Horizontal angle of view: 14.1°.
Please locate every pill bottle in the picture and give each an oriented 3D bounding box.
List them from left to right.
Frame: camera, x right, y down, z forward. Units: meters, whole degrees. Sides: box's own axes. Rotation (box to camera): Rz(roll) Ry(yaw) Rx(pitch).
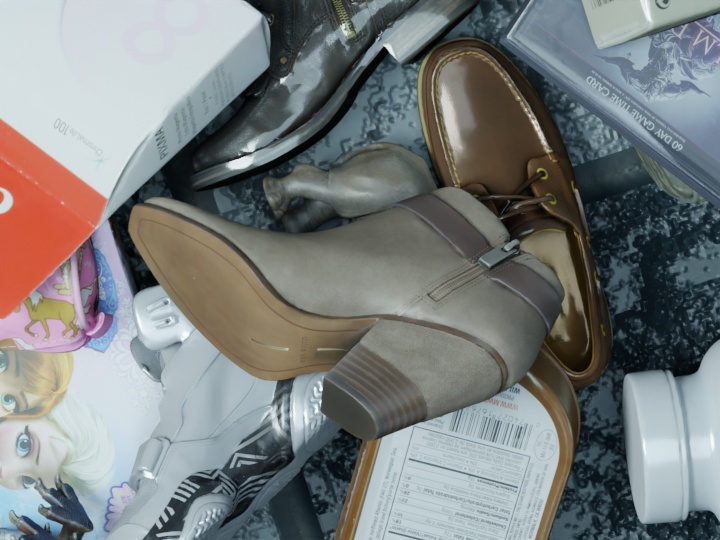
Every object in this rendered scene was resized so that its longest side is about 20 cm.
[{"bbox_3d":[0.244,0.085,1.551,0.199,0.112,0.113,-6,95,-2],"label":"pill bottle"}]

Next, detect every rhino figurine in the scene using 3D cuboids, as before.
[{"bbox_3d":[0.026,0.025,1.567,0.087,0.060,0.201,-24,97,3],"label":"rhino figurine"}]

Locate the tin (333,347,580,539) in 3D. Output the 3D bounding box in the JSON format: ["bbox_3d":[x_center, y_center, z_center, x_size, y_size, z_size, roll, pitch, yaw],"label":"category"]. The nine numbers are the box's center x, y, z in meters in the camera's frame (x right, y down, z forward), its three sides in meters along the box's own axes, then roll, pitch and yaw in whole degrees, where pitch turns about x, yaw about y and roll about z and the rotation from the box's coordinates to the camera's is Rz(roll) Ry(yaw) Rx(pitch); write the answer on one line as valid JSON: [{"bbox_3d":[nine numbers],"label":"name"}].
[{"bbox_3d":[0.048,0.125,1.555,0.111,0.042,0.201,16,115,3],"label":"tin"}]

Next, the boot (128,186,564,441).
[{"bbox_3d":[0.000,0.000,1.488,0.200,0.070,0.146,41,54,15],"label":"boot"}]

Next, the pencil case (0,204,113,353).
[{"bbox_3d":[-0.231,0.011,1.506,0.199,0.083,0.087,-10,121,-1],"label":"pencil case"}]

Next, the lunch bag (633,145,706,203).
[{"bbox_3d":[0.191,-0.152,1.515,0.167,0.139,0.201,-30,96,2],"label":"lunch bag"}]

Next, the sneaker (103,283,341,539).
[{"bbox_3d":[-0.095,0.081,1.504,0.115,0.075,0.200,42,70,13],"label":"sneaker"}]

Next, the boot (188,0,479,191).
[{"bbox_3d":[-0.052,-0.158,1.553,0.200,0.069,0.174,-38,90,-2],"label":"boot"}]

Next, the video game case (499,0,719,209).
[{"bbox_3d":[0.178,-0.152,1.438,0.143,0.019,0.200,36,78,-11],"label":"video game case"}]

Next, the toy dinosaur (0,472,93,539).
[{"bbox_3d":[-0.220,0.189,1.523,0.200,0.105,0.181,41,112,-15],"label":"toy dinosaur"}]

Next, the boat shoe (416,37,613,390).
[{"bbox_3d":[0.088,-0.030,1.558,0.072,0.068,0.201,-21,95,-2],"label":"boat shoe"}]

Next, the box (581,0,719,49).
[{"bbox_3d":[0.203,-0.168,1.396,0.199,0.082,0.069,-17,91,-14],"label":"box"}]

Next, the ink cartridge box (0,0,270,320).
[{"bbox_3d":[-0.168,-0.094,1.487,0.162,0.057,0.200,35,64,26],"label":"ink cartridge box"}]

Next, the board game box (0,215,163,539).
[{"bbox_3d":[-0.201,0.082,1.574,0.199,0.041,0.201,-18,95,0],"label":"board game box"}]
